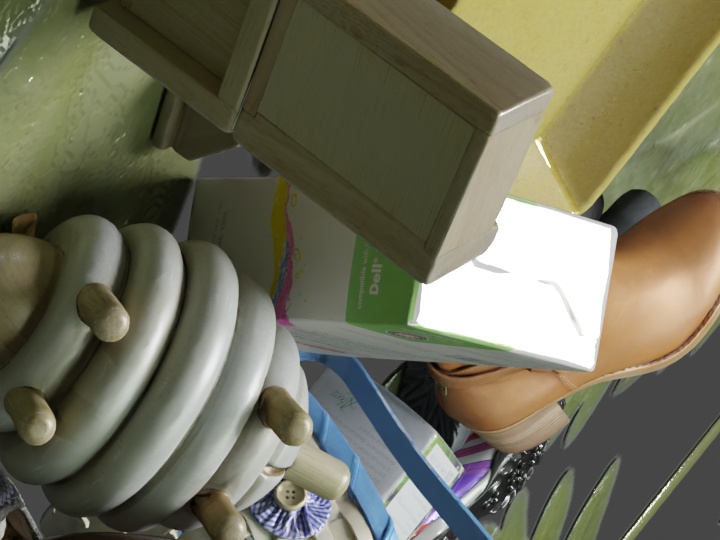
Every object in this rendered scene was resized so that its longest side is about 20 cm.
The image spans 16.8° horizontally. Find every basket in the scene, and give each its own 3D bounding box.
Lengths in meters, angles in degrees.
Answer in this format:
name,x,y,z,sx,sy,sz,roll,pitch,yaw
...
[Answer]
name,x,y,z,sx,sy,sz,roll,pitch,yaw
basket,-0.036,0.121,1.186,0.200,0.176,0.139,-14,145,-46

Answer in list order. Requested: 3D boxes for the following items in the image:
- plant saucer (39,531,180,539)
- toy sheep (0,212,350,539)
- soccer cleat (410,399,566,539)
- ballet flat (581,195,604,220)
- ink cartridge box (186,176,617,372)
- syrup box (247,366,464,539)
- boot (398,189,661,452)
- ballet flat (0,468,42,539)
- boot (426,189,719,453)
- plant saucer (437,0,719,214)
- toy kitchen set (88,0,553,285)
name,x,y,z,sx,sy,sz,roll,pitch,yaw
plant saucer,-0.068,0.152,1.016,0.200,0.199,0.035,77,23,-62
toy sheep,-0.086,0.047,0.997,0.138,0.200,0.138,-42,-154,26
soccer cleat,0.047,0.130,1.500,0.200,0.073,0.068,-43,158,-23
ballet flat,0.072,-0.029,1.329,0.200,0.068,0.069,-32,140,-43
ink cartridge box,0.000,0.000,1.083,0.117,0.200,0.068,15,81,-41
syrup box,-0.038,0.155,1.357,0.200,0.081,0.079,-50,156,-7
boot,0.118,0.013,1.470,0.200,0.066,0.165,-32,163,-31
ballet flat,-0.166,0.142,1.098,0.072,0.072,0.200,-46,158,-17
boot,0.117,0.005,1.302,0.200,0.077,0.155,-36,151,0
plant saucer,0.082,-0.108,1.173,0.200,0.049,0.200,-1,138,-44
toy kitchen set,0.014,-0.074,0.986,0.200,0.180,0.164,-28,149,-48
